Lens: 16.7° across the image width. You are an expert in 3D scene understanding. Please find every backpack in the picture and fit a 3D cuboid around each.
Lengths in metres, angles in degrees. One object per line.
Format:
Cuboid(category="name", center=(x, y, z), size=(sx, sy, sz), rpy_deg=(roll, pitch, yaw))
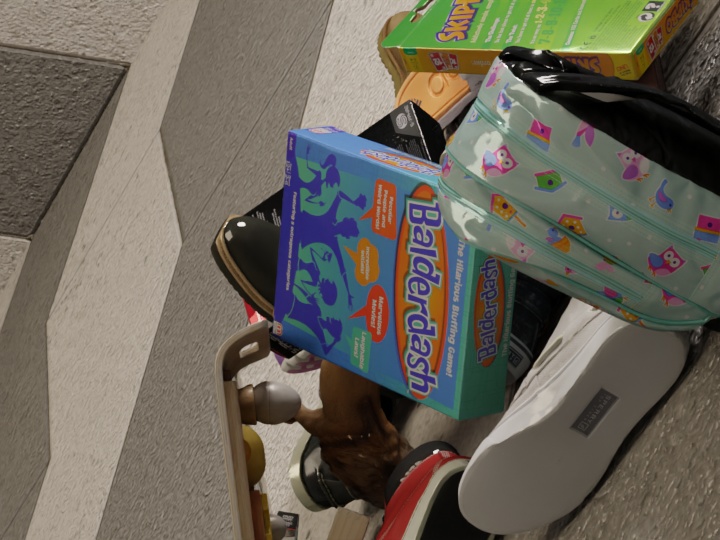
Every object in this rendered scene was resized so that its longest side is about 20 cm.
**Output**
Cuboid(category="backpack", center=(0.146, -0.044, 1.398), size=(0.127, 0.200, 0.167), rpy_deg=(-64, 16, 6))

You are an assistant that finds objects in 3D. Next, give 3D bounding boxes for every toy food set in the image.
Cuboid(category="toy food set", center=(-0.064, 0.145, 1.734), size=(0.144, 0.060, 0.201), rpy_deg=(101, 161, -80))

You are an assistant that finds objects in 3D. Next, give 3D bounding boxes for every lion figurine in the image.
Cuboid(category="lion figurine", center=(-0.006, 0.074, 1.781), size=(0.122, 0.072, 0.200), rpy_deg=(27, 132, 51))

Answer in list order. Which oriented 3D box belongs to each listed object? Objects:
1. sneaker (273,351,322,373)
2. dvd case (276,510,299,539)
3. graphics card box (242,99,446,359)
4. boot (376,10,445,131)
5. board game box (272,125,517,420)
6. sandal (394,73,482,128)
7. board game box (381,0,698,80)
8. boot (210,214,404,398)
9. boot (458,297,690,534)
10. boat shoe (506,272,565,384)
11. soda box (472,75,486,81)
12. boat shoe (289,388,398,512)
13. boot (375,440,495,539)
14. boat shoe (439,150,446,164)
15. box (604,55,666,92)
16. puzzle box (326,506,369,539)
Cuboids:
Cuboid(category="sneaker", center=(-0.017, 0.000, 2.065), size=(0.080, 0.088, 0.200), rpy_deg=(-10, -39, -56))
Cuboid(category="dvd case", center=(-0.070, 0.302, 1.840), size=(0.200, 0.022, 0.146), rpy_deg=(-84, 0, -48))
Cuboid(category="graphics card box", center=(-0.010, -0.033, 1.971), size=(0.200, 0.051, 0.126), rpy_deg=(-35, 47, 20))
Cuboid(category="boot", center=(0.096, -0.235, 2.142), size=(0.200, 0.066, 0.175), rpy_deg=(-57, 29, 31))
Cuboid(category="board game box", center=(0.022, -0.002, 1.659), size=(0.200, 0.045, 0.153), rpy_deg=(21, 112, 46))
Cuboid(category="sandal", center=(0.080, -0.181, 2.037), size=(0.207, 0.059, 0.079), rpy_deg=(-48, 56, 36))
Cuboid(category="board game box", center=(0.117, -0.166, 1.650), size=(0.200, 0.030, 0.096), rpy_deg=(8, 42, 34))
Cuboid(category="boot", center=(0.000, 0.000, 1.848), size=(0.138, 0.200, 0.078), rpy_deg=(-40, 22, 49))
Cuboid(category="boot", center=(0.135, 0.075, 1.529), size=(0.200, 0.073, 0.096), rpy_deg=(-47, 16, 28))
Cuboid(category="boat shoe", center=(0.092, 0.035, 1.741), size=(0.091, 0.071, 0.200), rpy_deg=(-55, 11, -14))
Cuboid(category="soda box", center=(0.146, -0.184, 1.871), size=(0.064, 0.068, 0.200), rpy_deg=(-69, 15, -13))
Cuboid(category="boat shoe", center=(0.007, 0.101, 1.933), size=(0.068, 0.072, 0.200), rpy_deg=(-19, 39, 38))
Cuboid(category="boot", center=(0.024, 0.213, 1.681), size=(0.200, 0.072, 0.144), rpy_deg=(-61, 12, -2))
Cuboid(category="boat shoe", center=(0.129, -0.106, 1.837), size=(0.093, 0.075, 0.200), rpy_deg=(-50, 8, -16))
Cuboid(category="box", center=(0.154, -0.113, 1.642), size=(0.100, 0.075, 0.200), rpy_deg=(-14, 34, 10))
Cuboid(category="puzzle box", center=(-0.026, 0.235, 1.768), size=(0.200, 0.025, 0.133), rpy_deg=(86, -157, -85))
